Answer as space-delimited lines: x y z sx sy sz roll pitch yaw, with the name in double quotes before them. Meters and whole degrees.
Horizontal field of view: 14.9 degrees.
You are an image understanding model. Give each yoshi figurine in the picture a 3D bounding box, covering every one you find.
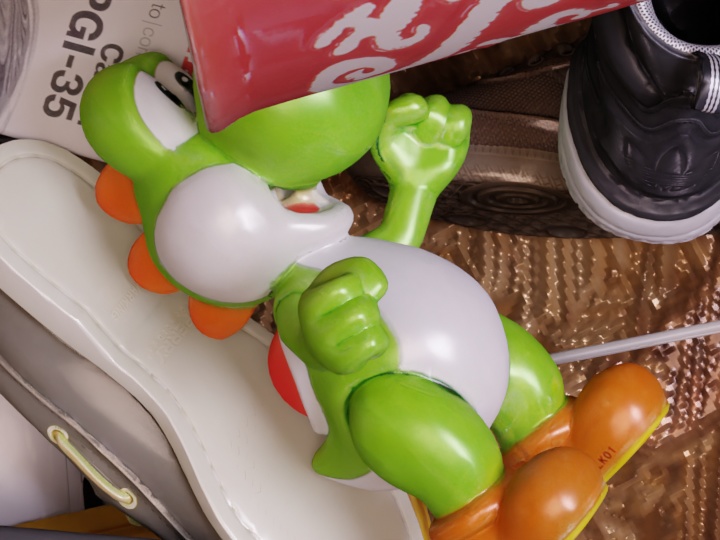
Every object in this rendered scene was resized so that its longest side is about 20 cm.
"yoshi figurine" 0.006 -0.008 0.829 0.200 0.112 0.112 43 77 3

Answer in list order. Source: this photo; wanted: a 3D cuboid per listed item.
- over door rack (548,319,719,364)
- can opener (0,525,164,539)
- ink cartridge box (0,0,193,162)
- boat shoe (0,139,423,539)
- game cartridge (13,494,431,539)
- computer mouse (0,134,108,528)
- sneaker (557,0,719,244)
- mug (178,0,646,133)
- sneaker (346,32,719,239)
"over door rack" 0.131 0.063 0.918 0.199 0.067 0.148 -19 118 19
"can opener" -0.135 0.118 0.880 0.199 0.067 0.053 2 145 23
"ink cartridge box" -0.116 -0.127 0.871 0.199 0.083 0.147 15 119 -13
"boat shoe" -0.061 0.047 0.887 0.202 0.072 0.060 46 136 -3
"game cartridge" -0.058 0.161 0.960 0.199 0.032 0.177 -13 113 5
"computer mouse" -0.131 0.035 0.958 0.109 0.044 0.202 -11 98 4
"sneaker" 0.106 -0.117 0.848 0.075 0.114 0.201 8 67 -6
"mug" 0.039 -0.138 0.711 0.198 0.134 0.178 -12 129 -3
"sneaker" 0.095 -0.054 0.927 0.198 0.070 0.076 2 76 4
